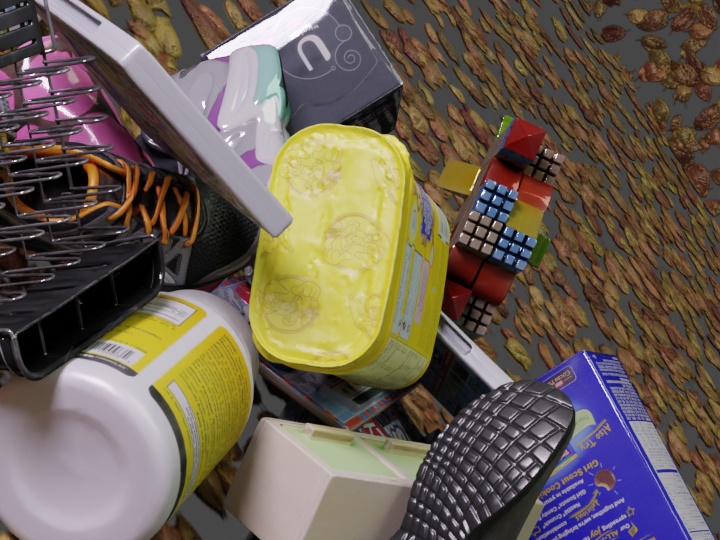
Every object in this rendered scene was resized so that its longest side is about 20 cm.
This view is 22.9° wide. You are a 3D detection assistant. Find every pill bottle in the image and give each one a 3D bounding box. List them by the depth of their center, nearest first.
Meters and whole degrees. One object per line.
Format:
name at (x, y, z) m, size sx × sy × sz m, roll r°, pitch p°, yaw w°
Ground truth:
pill bottle at (-0.127, 0.078, 1.007) m, size 0.112 × 0.112 × 0.200 m, roll 55°, pitch 21°, yaw -4°

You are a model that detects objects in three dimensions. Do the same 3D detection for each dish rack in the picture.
dish rack at (-0.176, -0.058, 0.918) m, size 0.153 × 0.055 × 0.200 m, roll -43°, pitch 126°, yaw -61°

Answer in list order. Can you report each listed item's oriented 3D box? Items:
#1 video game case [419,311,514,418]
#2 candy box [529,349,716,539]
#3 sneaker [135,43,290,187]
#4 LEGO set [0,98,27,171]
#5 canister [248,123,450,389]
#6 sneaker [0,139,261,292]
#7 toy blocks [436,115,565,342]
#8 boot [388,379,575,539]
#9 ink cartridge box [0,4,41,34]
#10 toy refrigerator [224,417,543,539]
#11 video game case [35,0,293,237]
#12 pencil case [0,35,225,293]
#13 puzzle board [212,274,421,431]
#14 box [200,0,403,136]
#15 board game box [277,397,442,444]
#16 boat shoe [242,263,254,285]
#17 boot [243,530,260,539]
video game case at (0.039, 0.046, 1.329) m, size 0.200 × 0.017 × 0.143 m, roll 45°, pitch -15°, yaw 10°
candy box at (0.173, 0.191, 1.422) m, size 0.077 × 0.169 × 0.200 m, roll 9°, pitch 51°, yaw -58°
sneaker at (-0.109, -0.062, 1.237) m, size 0.078 × 0.140 × 0.200 m, roll 79°, pitch -2°, yaw -54°
LEGO set at (-0.250, -0.051, 0.917) m, size 0.200 × 0.116 × 0.154 m, roll 36°, pitch 29°, yaw -43°
canister at (0.000, 0.000, 1.148) m, size 0.200 × 0.086 × 0.149 m, roll 37°, pitch 61°, yaw -75°
sneaker at (-0.145, -0.036, 1.068) m, size 0.200 × 0.077 × 0.078 m, roll 6°, pitch 71°, yaw -21°
toy blocks at (0.099, -0.028, 1.329) m, size 0.100 × 0.200 × 0.137 m, roll 25°, pitch -6°, yaw -2°
boot at (0.075, 0.167, 1.098) m, size 0.068 × 0.200 × 0.131 m, roll 33°, pitch -5°, yaw 34°
ink cartridge box at (-0.221, -0.268, 1.191) m, size 0.148 × 0.200 × 0.076 m, roll 37°, pitch 28°, yaw -41°
toy refrigerator at (0.020, 0.146, 1.125) m, size 0.200 × 0.070 × 0.076 m, roll 14°, pitch 14°, yaw -43°
video game case at (-0.124, -0.101, 1.031) m, size 0.143 × 0.018 × 0.200 m, roll 49°, pitch -6°, yaw -33°
pencil case at (-0.165, -0.060, 1.167) m, size 0.200 × 0.091 × 0.094 m, roll 55°, pitch 23°, yaw 2°
puzzle board at (-0.039, 0.051, 1.288) m, size 0.151 × 0.017 × 0.200 m, roll 36°, pitch 15°, yaw 10°
box at (-0.044, -0.143, 1.420) m, size 0.106 × 0.122 × 0.200 m, roll 57°, pitch -4°, yaw 4°
board game box at (0.021, 0.170, 1.271) m, size 0.200 × 0.062 × 0.200 m, roll 52°, pitch 20°, yaw -9°
boat shoe at (-0.104, -0.060, 1.324) m, size 0.199 × 0.068 × 0.074 m, roll 51°, pitch 13°, yaw 24°
boot at (-0.059, 0.197, 1.053) m, size 0.200 × 0.077 × 0.138 m, roll 50°, pitch 13°, yaw -55°
